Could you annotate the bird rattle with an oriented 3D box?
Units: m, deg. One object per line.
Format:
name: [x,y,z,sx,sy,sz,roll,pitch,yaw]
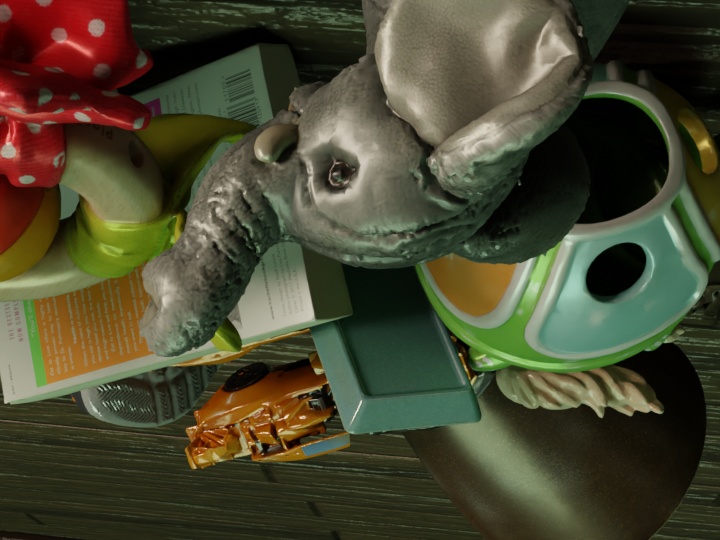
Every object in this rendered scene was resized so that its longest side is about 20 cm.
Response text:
bird rattle: [-0.126,-0.029,0.648,0.162,0.114,0.200,-17,158,19]

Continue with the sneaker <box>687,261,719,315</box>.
sneaker: [0.161,0.011,1.020,0.198,0.076,0.071,5,164,5]

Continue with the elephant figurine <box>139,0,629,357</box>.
elephant figurine: [0.027,-0.060,0.610,0.141,0.202,0.154,21,158,-40]

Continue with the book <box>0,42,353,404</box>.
book: [-0.106,-0.019,0.865,0.199,0.135,0.048,-16,174,34]

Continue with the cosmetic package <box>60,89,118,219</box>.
cosmetic package: [-0.210,-0.054,0.794,0.198,0.108,0.091,-9,144,0]

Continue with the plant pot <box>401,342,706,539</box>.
plant pot: [0.094,0.072,1.121,0.186,0.188,0.200,-8,145,40]

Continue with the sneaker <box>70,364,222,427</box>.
sneaker: [-0.145,0.041,1.114,0.111,0.078,0.200,8,-161,29]

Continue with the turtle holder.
turtle holder: [0.116,-0.028,0.794,0.184,0.142,0.132,7,163,0]

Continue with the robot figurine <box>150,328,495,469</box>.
robot figurine: [-0.021,0.046,1.002,0.198,0.146,0.058,-17,-159,18]

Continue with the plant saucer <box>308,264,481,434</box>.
plant saucer: [0.000,0.000,0.871,0.069,0.201,0.019,-3,133,-19]

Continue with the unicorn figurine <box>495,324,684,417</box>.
unicorn figurine: [0.087,-0.015,0.897,0.136,0.201,0.074,-8,137,-3]
